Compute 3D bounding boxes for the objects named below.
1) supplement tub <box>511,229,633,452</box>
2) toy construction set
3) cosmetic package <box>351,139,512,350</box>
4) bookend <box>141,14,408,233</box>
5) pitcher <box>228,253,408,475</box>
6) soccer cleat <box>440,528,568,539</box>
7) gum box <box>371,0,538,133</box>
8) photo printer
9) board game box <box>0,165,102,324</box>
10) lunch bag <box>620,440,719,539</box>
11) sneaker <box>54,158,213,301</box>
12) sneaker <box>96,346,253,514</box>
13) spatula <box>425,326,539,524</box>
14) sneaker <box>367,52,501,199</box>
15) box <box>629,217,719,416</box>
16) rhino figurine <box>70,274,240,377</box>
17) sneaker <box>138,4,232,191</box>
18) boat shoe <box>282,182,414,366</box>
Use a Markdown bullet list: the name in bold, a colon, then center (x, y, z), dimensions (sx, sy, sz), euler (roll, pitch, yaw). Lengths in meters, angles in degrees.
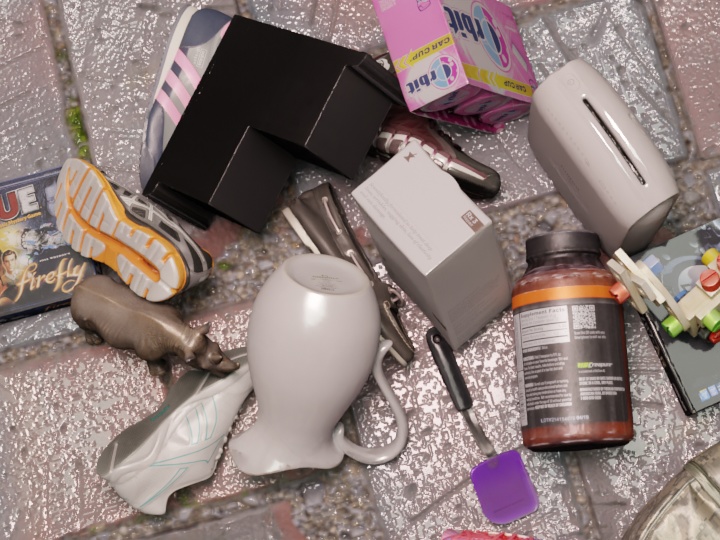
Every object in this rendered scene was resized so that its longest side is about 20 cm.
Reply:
- **supplement tub**: center (0.197, 0.066, 1.411), dimensions (0.106, 0.107, 0.202), euler (-3, 79, 4)
- **toy construction set**: center (0.323, -0.007, 1.356), dimensions (0.199, 0.131, 0.093), euler (-28, 59, 5)
- **cosmetic package**: center (0.070, -0.019, 1.379), dimensions (0.081, 0.200, 0.113), euler (-40, 64, -4)
- **bookend**: center (-0.077, -0.118, 1.421), dimensions (0.199, 0.092, 0.200), euler (23, 84, 44)
- **pitcher**: center (-0.026, 0.093, 1.396), dimensions (0.170, 0.121, 0.201), euler (4, 117, -15)
- **soccer cleat**: center (0.114, 0.270, 1.403), dimensions (0.198, 0.068, 0.074), euler (-13, 75, 5)
- **gum box**: center (0.099, -0.202, 1.426), dimensions (0.066, 0.200, 0.114), euler (-24, 77, 26)
- **photo printer**: center (0.222, -0.102, 1.392), dimensions (0.069, 0.200, 0.167), euler (-33, 80, -2)
- **board game box**: center (-0.366, -0.016, 1.508), dimensions (0.198, 0.035, 0.137), euler (-15, 79, 2)
- **lunch bag**: center (0.302, 0.248, 1.326), dimensions (0.167, 0.200, 0.140), euler (-33, 76, -5)
- **sneaker**: center (-0.222, -0.039, 1.451), dimensions (0.200, 0.077, 0.079), euler (43, 119, 26)
- **sneaker**: center (-0.159, 0.151, 1.451), dimensions (0.200, 0.070, 0.080), euler (-42, 113, -14)
- **spatula**: center (0.108, 0.146, 1.446), dimensions (0.056, 0.021, 0.201), euler (-22, 76, -12)
- **sneaker**: center (0.062, -0.155, 1.480), dimensions (0.199, 0.076, 0.116), euler (24, 80, 9)
- **box**: center (0.370, 0.026, 1.435), dimensions (0.199, 0.044, 0.161), euler (-23, 79, 1)
- **rhino figurine**: center (-0.195, 0.060, 1.428), dimensions (0.199, 0.088, 0.060), euler (20, 64, 28)
- **sneaker**: center (-0.164, -0.166, 1.500), dimensions (0.081, 0.070, 0.202), euler (13, 83, 9)
- **boat shoe**: center (0.000, 0.000, 1.459), dimensions (0.057, 0.067, 0.200), euler (-38, 76, 2)
